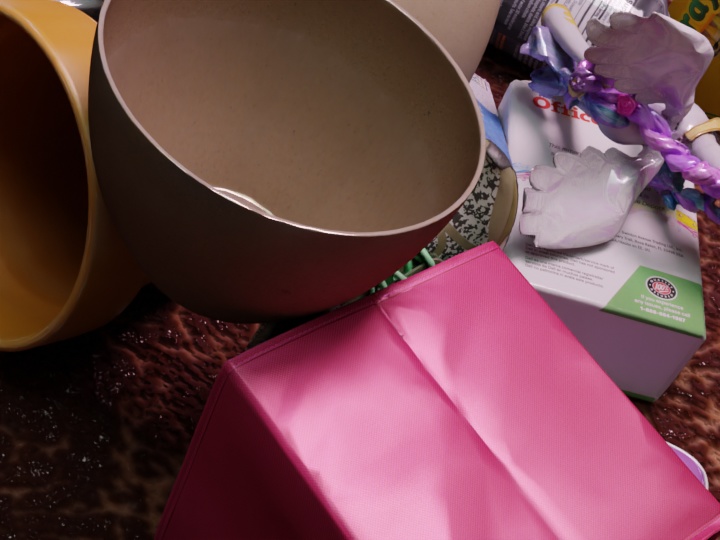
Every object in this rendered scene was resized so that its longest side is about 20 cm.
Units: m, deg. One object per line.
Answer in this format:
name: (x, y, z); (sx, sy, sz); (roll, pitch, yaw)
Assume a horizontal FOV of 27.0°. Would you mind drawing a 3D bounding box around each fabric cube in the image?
fabric cube: (0.035, 0.141, 0.799); (0.199, 0.197, 0.200); (-24, 63, -35)

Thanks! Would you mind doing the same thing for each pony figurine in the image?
pony figurine: (0.185, -0.103, 0.994); (0.192, 0.167, 0.200); (9, 31, -29)

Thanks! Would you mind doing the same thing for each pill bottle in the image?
pill bottle: (0.173, -0.203, 1.203); (0.199, 0.107, 0.106); (31, 47, 5)

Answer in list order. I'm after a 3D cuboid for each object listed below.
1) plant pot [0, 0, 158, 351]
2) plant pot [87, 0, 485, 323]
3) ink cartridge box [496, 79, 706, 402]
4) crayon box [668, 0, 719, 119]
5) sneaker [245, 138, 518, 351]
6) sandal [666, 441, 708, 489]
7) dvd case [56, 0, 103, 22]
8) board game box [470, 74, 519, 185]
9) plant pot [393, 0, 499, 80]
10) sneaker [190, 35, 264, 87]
plant pot: (-0.158, -0.066, 0.918); (0.183, 0.201, 0.200); (-13, 56, -49)
plant pot: (-0.053, -0.051, 0.769); (0.199, 0.135, 0.201); (15, 45, -15)
ink cartridge box: (0.158, -0.025, 1.061); (0.144, 0.084, 0.201); (15, 48, -9)
crayon box: (0.338, -0.192, 1.193); (0.172, 0.201, 0.058); (41, 50, 15)
sneaker: (0.009, 0.005, 0.847); (0.077, 0.200, 0.089); (48, 21, 6)
sandal: (0.136, 0.118, 0.957); (0.201, 0.050, 0.083); (13, 48, -11)
dvd case: (-0.268, -0.131, 0.947); (0.198, 0.143, 0.018); (-8, 70, -26)
board game box: (0.011, -0.134, 1.043); (0.198, 0.043, 0.200); (32, 22, -16)
plant pot: (0.020, -0.221, 0.978); (0.199, 0.135, 0.201); (32, 19, -13)
sneaker: (-0.109, -0.172, 0.896); (0.080, 0.075, 0.201); (-7, 45, -27)
